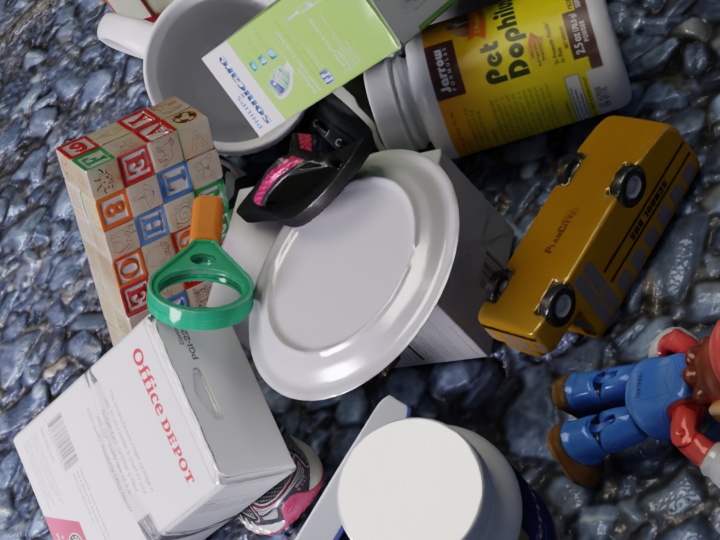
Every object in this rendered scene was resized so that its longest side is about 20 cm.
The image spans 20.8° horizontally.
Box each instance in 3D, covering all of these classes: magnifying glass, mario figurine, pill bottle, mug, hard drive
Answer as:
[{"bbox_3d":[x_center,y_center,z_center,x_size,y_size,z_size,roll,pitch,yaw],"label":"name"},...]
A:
[{"bbox_3d":[-0.120,-0.009,1.501,0.079,0.022,0.200,2,25,-3],"label":"magnifying glass"},{"bbox_3d":[0.230,0.095,1.330,0.200,0.106,0.124,-20,81,40],"label":"mario figurine"},{"bbox_3d":[0.057,0.166,1.276,0.115,0.200,0.116,-6,69,16],"label":"pill bottle"},{"bbox_3d":[0.108,-0.156,1.566,0.199,0.109,0.109,-17,45,9],"label":"pill bottle"},{"bbox_3d":[-0.138,-0.184,1.743,0.175,0.199,0.148,-133,62,-87],"label":"mug"},{"bbox_3d":[-0.018,0.167,1.387,0.132,0.025,0.200,-58,-2,-16],"label":"hard drive"}]

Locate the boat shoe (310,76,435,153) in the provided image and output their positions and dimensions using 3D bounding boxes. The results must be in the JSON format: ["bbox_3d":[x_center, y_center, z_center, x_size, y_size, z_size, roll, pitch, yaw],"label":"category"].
[{"bbox_3d":[0.013,-0.095,1.659,0.199,0.074,0.066,48,118,36],"label":"boat shoe"}]

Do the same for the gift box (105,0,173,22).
[{"bbox_3d":[-0.147,-0.300,1.885,0.186,0.185,0.200,-15,44,18],"label":"gift box"}]

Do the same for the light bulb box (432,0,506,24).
[{"bbox_3d":[0.084,-0.314,1.672,0.198,0.125,0.200,21,61,22],"label":"light bulb box"}]

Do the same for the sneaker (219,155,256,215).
[{"bbox_3d":[-0.146,-0.085,1.771,0.074,0.080,0.200,-54,39,-9],"label":"sneaker"}]

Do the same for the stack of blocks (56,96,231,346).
[{"bbox_3d":[-0.169,-0.029,1.644,0.115,0.200,0.059,-26,35,-23],"label":"stack of blocks"}]

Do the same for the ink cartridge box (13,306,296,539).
[{"bbox_3d":[-0.160,0.139,1.500,0.200,0.085,0.146,-40,67,38],"label":"ink cartridge box"}]

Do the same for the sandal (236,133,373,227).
[{"bbox_3d":[-0.054,-0.071,1.465,0.075,0.045,0.200,-50,18,-19],"label":"sandal"}]

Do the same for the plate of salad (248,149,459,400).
[{"bbox_3d":[-0.001,0.005,1.412,0.200,0.048,0.201,-26,47,31],"label":"plate of salad"}]

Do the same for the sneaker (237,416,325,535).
[{"bbox_3d":[-0.100,0.136,1.546,0.081,0.075,0.200,-46,41,-2],"label":"sneaker"}]

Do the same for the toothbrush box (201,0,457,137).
[{"bbox_3d":[-0.009,-0.205,1.556,0.200,0.086,0.146,-25,14,49],"label":"toothbrush box"}]

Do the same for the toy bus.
[{"bbox_3d":[0.170,-0.022,1.455,0.065,0.078,0.200,16,67,45],"label":"toy bus"}]

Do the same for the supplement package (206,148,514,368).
[{"bbox_3d":[0.000,0.000,1.544,0.200,0.120,0.122,-9,54,34],"label":"supplement package"}]

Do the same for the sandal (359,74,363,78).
[{"bbox_3d":[0.065,-0.237,1.745,0.069,0.078,0.212,26,56,12],"label":"sandal"}]
